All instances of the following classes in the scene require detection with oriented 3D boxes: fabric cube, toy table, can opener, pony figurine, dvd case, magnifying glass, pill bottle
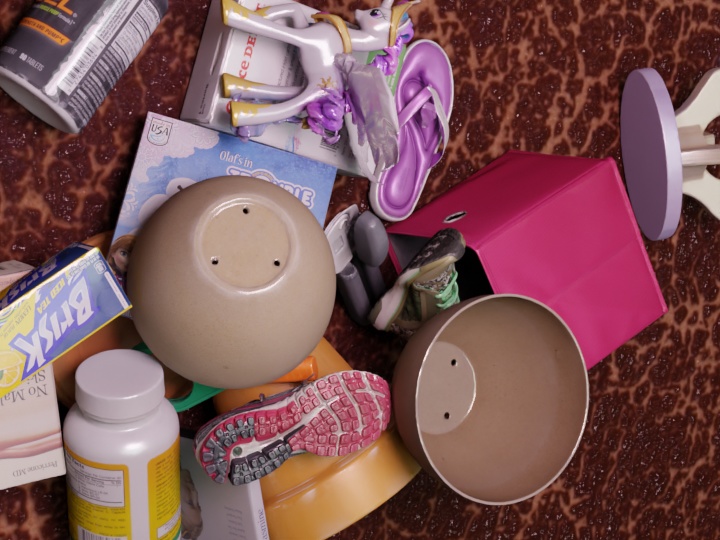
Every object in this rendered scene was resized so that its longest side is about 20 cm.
[{"bbox_3d":[0.179,0.000,1.646,0.199,0.196,0.201,-32,111,-22],"label":"fabric cube"},{"bbox_3d":[0.387,-0.143,1.770,0.116,0.184,0.202,-9,114,-12],"label":"toy table"},{"bbox_3d":[0.000,0.000,1.568,0.053,0.066,0.200,-46,155,-16],"label":"can opener"},{"bbox_3d":[-0.031,-0.181,1.443,0.198,0.166,0.195,-5,88,-12],"label":"pony figurine"},{"bbox_3d":[-0.144,0.262,1.526,0.017,0.142,0.202,-20,107,-42],"label":"dvd case"},{"bbox_3d":[-0.140,0.100,1.462,0.198,0.022,0.080,-3,122,14],"label":"magnifying glass"},{"bbox_3d":[-0.253,-0.238,1.417,0.106,0.106,0.201,40,76,-28],"label":"pill bottle"},{"bbox_3d":[-0.230,0.183,1.450,0.112,0.113,0.202,-15,124,-27],"label":"pill bottle"}]

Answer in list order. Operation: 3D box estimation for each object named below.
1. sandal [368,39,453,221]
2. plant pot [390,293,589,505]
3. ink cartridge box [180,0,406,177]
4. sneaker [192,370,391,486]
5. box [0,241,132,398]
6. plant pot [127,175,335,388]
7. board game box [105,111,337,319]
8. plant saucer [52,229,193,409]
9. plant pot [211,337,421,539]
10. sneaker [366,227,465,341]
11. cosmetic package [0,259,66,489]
[{"bbox_3d":[0.066,-0.151,1.645,0.082,0.050,0.204,12,90,-31],"label":"sandal"},{"bbox_3d":[0.108,0.121,1.487,0.199,0.134,0.202,-1,92,-28],"label":"plant pot"},{"bbox_3d":[-0.069,-0.193,1.541,0.199,0.084,0.146,16,88,-30],"label":"ink cartridge box"},{"bbox_3d":[-0.065,0.140,1.430,0.198,0.075,0.081,-14,103,-17],"label":"sneaker"},{"bbox_3d":[-0.310,0.057,1.347,0.199,0.064,0.070,-37,112,-21],"label":"box"},{"bbox_3d":[-0.113,-0.005,1.376,0.198,0.135,0.202,3,73,-9],"label":"plant pot"},{"bbox_3d":[-0.140,-0.034,1.476,0.198,0.043,0.201,15,71,-8],"label":"board game box"},{"bbox_3d":[-0.230,0.059,1.510,0.199,0.037,0.202,-4,99,-29],"label":"plant saucer"},{"bbox_3d":[-0.060,0.162,1.546,0.199,0.200,0.184,-33,95,-22],"label":"plant pot"},{"bbox_3d":[0.080,0.025,1.544,0.088,0.200,0.077,40,62,2],"label":"sneaker"},{"bbox_3d":[-0.349,0.099,1.416,0.103,0.087,0.202,-13,103,-28],"label":"cosmetic package"}]
